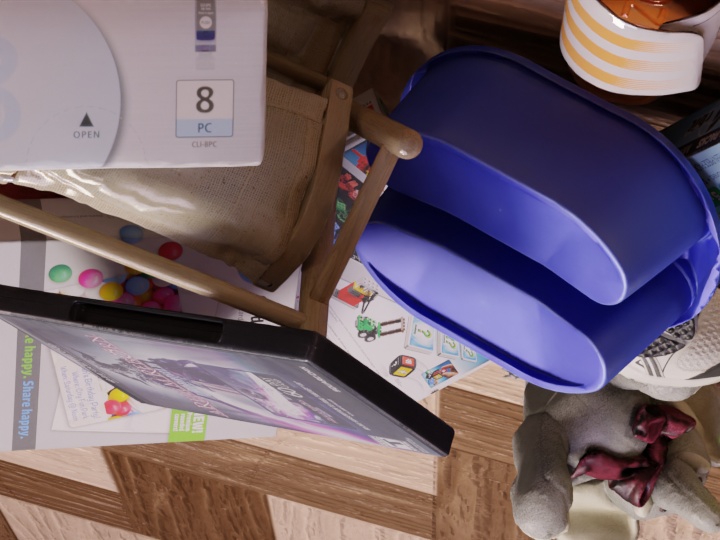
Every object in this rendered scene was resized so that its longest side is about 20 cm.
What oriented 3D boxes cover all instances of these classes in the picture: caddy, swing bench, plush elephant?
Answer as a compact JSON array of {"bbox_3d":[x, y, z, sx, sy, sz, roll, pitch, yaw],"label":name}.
[{"bbox_3d":[0.092,-0.032,1.370,0.199,0.105,0.142,30,138,20],"label":"caddy"},{"bbox_3d":[-0.089,-0.088,1.303,0.198,0.130,0.200,22,-159,-15],"label":"swing bench"},{"bbox_3d":[0.182,0.120,1.752,0.155,0.165,0.200,39,-177,-21],"label":"plush elephant"}]

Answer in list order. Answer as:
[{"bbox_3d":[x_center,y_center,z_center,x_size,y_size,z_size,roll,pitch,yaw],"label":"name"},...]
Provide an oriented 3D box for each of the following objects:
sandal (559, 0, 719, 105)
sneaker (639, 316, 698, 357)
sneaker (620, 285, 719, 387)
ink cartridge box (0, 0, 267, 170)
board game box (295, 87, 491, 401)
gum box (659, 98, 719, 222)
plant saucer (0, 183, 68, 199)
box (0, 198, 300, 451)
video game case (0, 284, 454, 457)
[{"bbox_3d":[0.135,-0.108,1.286,0.079,0.060,0.207,15,161,5],"label":"sandal"},{"bbox_3d":[0.121,-0.040,1.478,0.073,0.080,0.200,-22,123,31],"label":"sneaker"},{"bbox_3d":[0.159,0.013,1.584,0.199,0.076,0.088,21,161,-12],"label":"sneaker"},{"bbox_3d":[-0.120,-0.144,1.142,0.159,0.201,0.047,-1,-163,-10],"label":"ink cartridge box"},{"bbox_3d":[0.000,0.000,1.504,0.126,0.035,0.200,-28,131,9],"label":"board game box"},{"bbox_3d":[0.252,-0.015,1.349,0.200,0.045,0.170,37,162,-8],"label":"gum box"},{"bbox_3d":[-0.220,0.006,1.435,0.199,0.037,0.200,-36,131,17],"label":"plant saucer"},{"bbox_3d":[-0.137,0.029,1.427,0.199,0.041,0.157,-3,132,-14],"label":"box"},{"bbox_3d":[-0.069,0.050,1.319,0.199,0.019,0.143,7,162,34],"label":"video game case"}]
